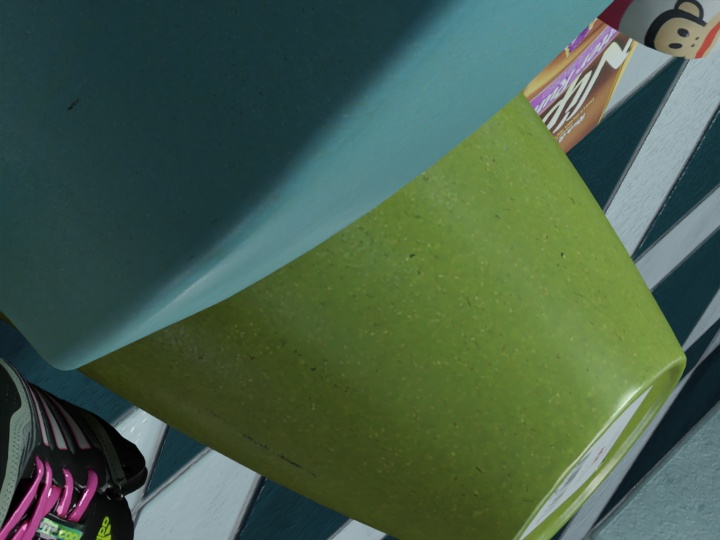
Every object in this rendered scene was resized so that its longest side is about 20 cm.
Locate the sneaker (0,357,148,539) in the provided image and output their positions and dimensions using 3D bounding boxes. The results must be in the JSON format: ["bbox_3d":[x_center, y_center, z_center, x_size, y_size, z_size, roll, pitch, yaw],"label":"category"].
[{"bbox_3d":[-0.109,0.071,0.795,0.074,0.087,0.200,-57,-173,-1],"label":"sneaker"}]

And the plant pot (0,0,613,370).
[{"bbox_3d":[-0.031,-0.079,0.651,0.200,0.141,0.141,-48,168,31],"label":"plant pot"}]

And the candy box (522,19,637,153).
[{"bbox_3d":[0.080,-0.107,1.084,0.117,0.056,0.200,-41,166,-32],"label":"candy box"}]

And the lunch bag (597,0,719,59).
[{"bbox_3d":[0.116,-0.146,0.827,0.200,0.176,0.082,-34,160,-49],"label":"lunch bag"}]

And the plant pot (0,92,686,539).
[{"bbox_3d":[0.000,0.000,0.812,0.187,0.200,0.187,-45,166,-14],"label":"plant pot"}]
